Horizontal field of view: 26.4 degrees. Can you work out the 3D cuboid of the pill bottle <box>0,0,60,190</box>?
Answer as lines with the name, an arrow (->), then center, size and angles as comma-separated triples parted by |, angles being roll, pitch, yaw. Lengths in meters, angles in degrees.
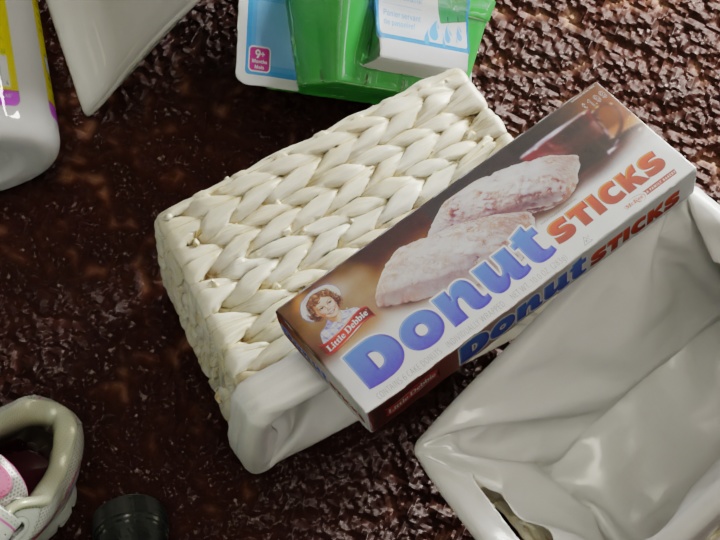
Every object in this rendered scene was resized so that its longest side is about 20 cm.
pill bottle -> -0.232, -0.148, 0.853 | 0.104, 0.104, 0.200 | -9, 75, -10

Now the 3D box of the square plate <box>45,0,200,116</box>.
square plate -> -0.129, -0.217, 0.853 | 0.028, 0.200, 0.198 | -9, 74, -40

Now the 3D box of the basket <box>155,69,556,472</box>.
basket -> 0.000, 0.000, 0.820 | 0.200, 0.136, 0.123 | -27, 75, -13

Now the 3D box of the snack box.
snack box -> 0.061, -0.010, 0.727 | 0.200, 0.024, 0.072 | -36, 62, -14

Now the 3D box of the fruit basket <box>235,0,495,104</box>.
fruit basket -> 0.010, -0.194, 0.862 | 0.185, 0.094, 0.200 | 3, 95, -45

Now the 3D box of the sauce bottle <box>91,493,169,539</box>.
sauce bottle -> -0.104, 0.201, 0.756 | 0.066, 0.066, 0.200 | -9, 43, -10

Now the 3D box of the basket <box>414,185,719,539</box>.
basket -> 0.153, 0.080, 0.783 | 0.200, 0.123, 0.136 | -45, 59, 10

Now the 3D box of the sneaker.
sneaker -> -0.202, 0.128, 0.748 | 0.081, 0.088, 0.200 | 30, 43, 2
